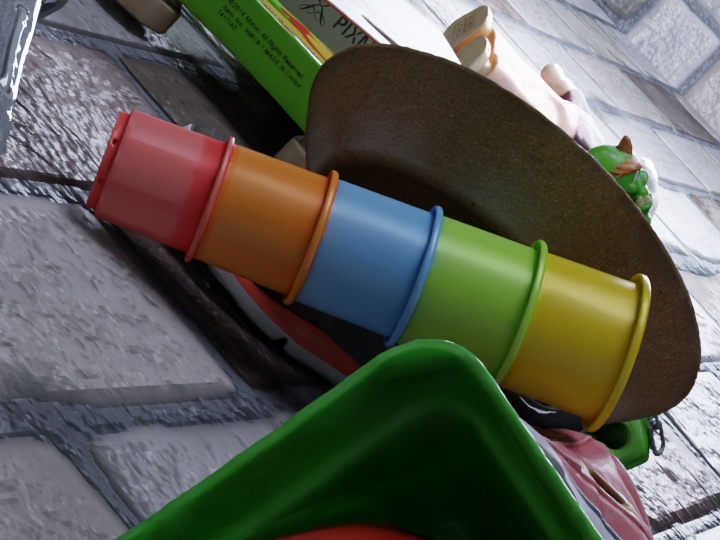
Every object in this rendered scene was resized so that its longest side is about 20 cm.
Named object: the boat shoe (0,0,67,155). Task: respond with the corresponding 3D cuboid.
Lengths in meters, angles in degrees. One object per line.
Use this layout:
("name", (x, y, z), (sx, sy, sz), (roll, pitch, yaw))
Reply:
("boat shoe", (-0.130, -0.082, 0.786), (0.065, 0.074, 0.202), (47, 16, -17))

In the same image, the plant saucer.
("plant saucer", (0.045, -0.003, 0.972), (0.200, 0.035, 0.201), (35, -26, 20))

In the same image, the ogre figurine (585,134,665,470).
("ogre figurine", (0.089, 0.001, 1.107), (0.200, 0.097, 0.121), (-73, 153, -60))

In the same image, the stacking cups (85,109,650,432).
("stacking cups", (0.000, 0.000, 0.853), (0.199, 0.061, 0.061), (18, 18, -5))

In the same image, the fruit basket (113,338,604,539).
("fruit basket", (-0.003, 0.114, 0.462), (0.216, 0.155, 0.216), (56, -1, 1))

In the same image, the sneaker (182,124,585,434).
("sneaker", (0.012, 0.005, 0.918), (0.200, 0.082, 0.077), (44, 14, -8))

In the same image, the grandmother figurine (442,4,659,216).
("grandmother figurine", (0.134, -0.096, 1.647), (0.200, 0.060, 0.122), (42, 41, -27))

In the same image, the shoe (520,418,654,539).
("shoe", (0.051, 0.085, 0.842), (0.200, 0.071, 0.091), (42, 11, -34))

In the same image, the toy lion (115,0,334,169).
("toy lion", (-0.024, -0.092, 1.160), (0.200, 0.069, 0.192), (46, 7, 5))

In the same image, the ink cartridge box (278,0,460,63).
("ink cartridge box", (-0.008, -0.140, 1.369), (0.200, 0.044, 0.174), (37, 17, -33))
